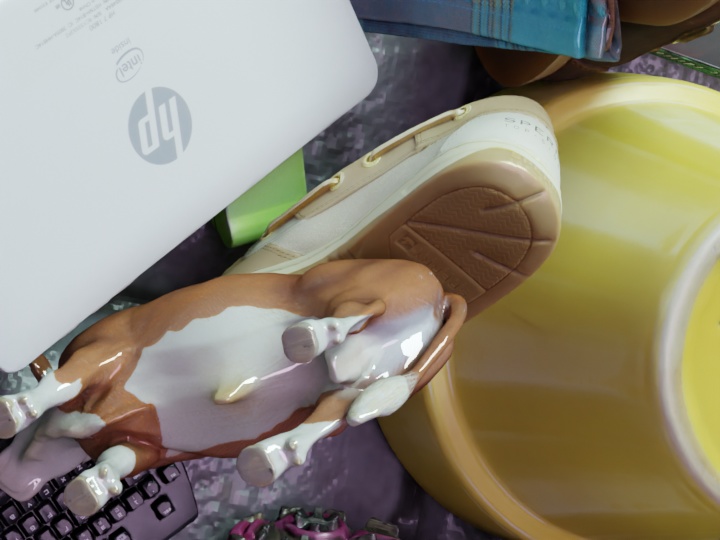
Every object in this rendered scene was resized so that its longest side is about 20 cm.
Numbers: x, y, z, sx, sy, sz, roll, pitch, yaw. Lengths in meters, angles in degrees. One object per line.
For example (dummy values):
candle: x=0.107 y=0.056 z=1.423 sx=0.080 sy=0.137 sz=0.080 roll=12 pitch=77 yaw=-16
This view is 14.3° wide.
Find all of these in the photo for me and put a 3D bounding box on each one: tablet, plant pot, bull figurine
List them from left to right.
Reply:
tablet: x=-0.084 y=-0.070 z=1.023 sx=0.200 sy=0.014 sz=0.130 roll=-39 pitch=116 yaw=-29
bull figurine: x=-0.061 y=0.042 z=1.021 sx=0.200 sy=0.121 sz=0.065 roll=-19 pitch=100 yaw=21
plant pot: x=0.126 y=0.025 z=1.111 sx=0.200 sy=0.189 sz=0.201 roll=-3 pitch=97 yaw=-23

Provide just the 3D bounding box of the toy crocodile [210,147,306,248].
toy crocodile: x=-0.051 y=-0.108 z=1.091 sx=0.067 sy=0.062 sz=0.200 roll=-11 pitch=99 yaw=-22

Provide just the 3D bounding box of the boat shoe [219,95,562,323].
boat shoe: x=0.000 y=0.000 z=1.081 sx=0.074 sy=0.200 sz=0.069 roll=46 pitch=34 yaw=-21

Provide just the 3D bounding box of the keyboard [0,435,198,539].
keyboard: x=-0.142 y=0.132 z=1.086 sx=0.200 sy=0.040 sz=0.104 roll=-37 pitch=107 yaw=-15

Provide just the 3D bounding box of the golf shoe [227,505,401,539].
golf shoe: x=0.041 y=0.155 z=1.118 sx=0.200 sy=0.073 sz=0.092 roll=11 pitch=107 yaw=13

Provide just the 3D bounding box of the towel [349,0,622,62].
towel: x=0.023 y=-0.176 z=1.052 sx=0.022 sy=0.147 sz=0.200 roll=-32 pitch=122 yaw=-41

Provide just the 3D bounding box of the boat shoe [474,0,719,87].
boat shoe: x=0.113 y=-0.120 z=1.069 sx=0.070 sy=0.200 sz=0.071 roll=-12 pitch=87 yaw=-26

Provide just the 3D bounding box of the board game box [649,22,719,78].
board game box: x=0.189 y=-0.123 z=1.215 sx=0.200 sy=0.023 sz=0.105 roll=18 pitch=85 yaw=-23
